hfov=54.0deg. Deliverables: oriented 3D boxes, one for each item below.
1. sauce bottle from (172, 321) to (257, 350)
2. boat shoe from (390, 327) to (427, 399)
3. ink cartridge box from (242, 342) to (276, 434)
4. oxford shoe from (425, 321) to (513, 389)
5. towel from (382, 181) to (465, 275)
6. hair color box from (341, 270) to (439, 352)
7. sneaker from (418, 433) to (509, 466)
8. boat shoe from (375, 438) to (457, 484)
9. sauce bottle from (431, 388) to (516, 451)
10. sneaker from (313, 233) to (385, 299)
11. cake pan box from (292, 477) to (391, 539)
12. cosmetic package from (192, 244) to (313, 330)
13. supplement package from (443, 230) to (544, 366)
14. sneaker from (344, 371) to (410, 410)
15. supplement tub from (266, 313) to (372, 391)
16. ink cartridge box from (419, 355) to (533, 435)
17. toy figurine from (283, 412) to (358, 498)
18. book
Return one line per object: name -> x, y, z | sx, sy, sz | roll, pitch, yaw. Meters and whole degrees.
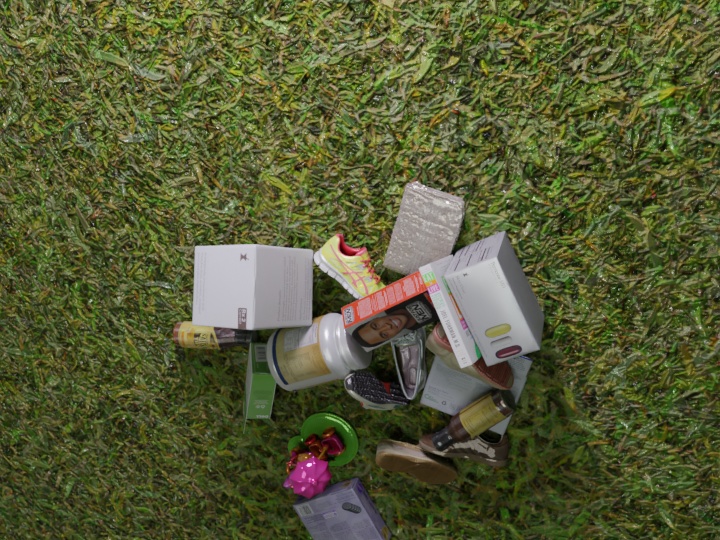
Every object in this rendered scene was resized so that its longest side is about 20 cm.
sauce bottle -> -0.342, 0.154, 1.665 | 0.198, 0.066, 0.067 | 0, 111, 17
boat shoe -> 0.103, 0.177, 1.524 | 0.074, 0.065, 0.204 | -1, 108, 18
ink cartridge box -> -0.236, 0.275, 1.642 | 0.059, 0.104, 0.201 | 3, 126, -14
oxford shoe -> 0.224, 0.183, 1.453 | 0.200, 0.071, 0.074 | 37, 141, 1
towel -> 0.129, -0.072, 1.434 | 0.132, 0.034, 0.201 | 22, 118, 10
hair color box -> 0.072, 0.082, 1.437 | 0.199, 0.062, 0.102 | -26, 134, 17
sneaker -> 0.232, 0.377, 1.574 | 0.198, 0.070, 0.076 | 9, 95, 11
boat shoe -> 0.129, 0.429, 1.617 | 0.199, 0.069, 0.074 | 21, 122, -14
sauce bottle -> 0.236, 0.318, 1.493 | 0.200, 0.065, 0.065 | -39, 96, 28
sneaker -> 0.000, 0.000, 1.483 | 0.199, 0.078, 0.091 | 36, 111, -1
cake pan box -> -0.050, 0.627, 1.768 | 0.199, 0.052, 0.185 | -26, 99, 25
cosmetic package -> -0.219, 0.034, 1.460 | 0.164, 0.199, 0.166 | 0, 88, 32
supplement package -> 0.264, 0.052, 1.369 | 0.110, 0.156, 0.201 | -23, 102, 24
sneaker -> 0.020, 0.275, 1.541 | 0.093, 0.199, 0.071 | -30, 58, 32
supplement tub -> -0.089, 0.176, 1.544 | 0.199, 0.144, 0.145 | -17, 105, 23
ink cartridge box -> 0.247, 0.231, 1.513 | 0.198, 0.041, 0.201 | 20, 115, 9
toy figurine -> -0.121, 0.451, 1.645 | 0.199, 0.184, 0.151 | -25, 102, 26
book -> 0.179, 0.077, 1.358 | 0.048, 0.133, 0.201 | -24, 88, 23
